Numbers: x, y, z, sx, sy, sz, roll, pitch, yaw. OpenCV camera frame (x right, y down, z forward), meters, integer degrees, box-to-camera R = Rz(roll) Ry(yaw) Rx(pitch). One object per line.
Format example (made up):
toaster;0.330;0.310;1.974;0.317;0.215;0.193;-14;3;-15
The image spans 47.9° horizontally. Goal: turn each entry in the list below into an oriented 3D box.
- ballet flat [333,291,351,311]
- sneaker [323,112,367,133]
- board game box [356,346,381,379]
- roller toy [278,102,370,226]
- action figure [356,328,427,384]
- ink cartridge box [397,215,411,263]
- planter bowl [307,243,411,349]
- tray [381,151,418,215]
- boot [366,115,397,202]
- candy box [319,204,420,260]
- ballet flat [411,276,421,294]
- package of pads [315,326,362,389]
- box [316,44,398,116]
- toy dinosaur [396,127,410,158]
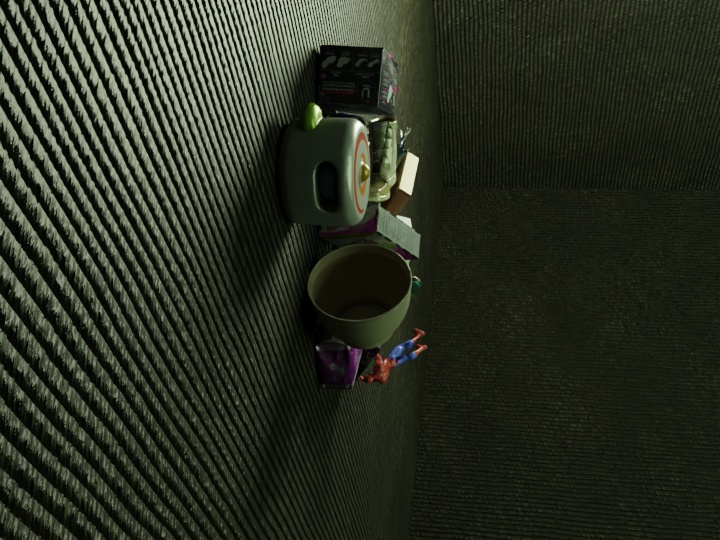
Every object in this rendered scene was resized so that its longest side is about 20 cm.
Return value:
ballet flat;-0.037;0.015;1.721;0.064;0.067;0.201;53;26;-23
sneaker;-0.036;-0.254;1.557;0.201;0.098;0.070;-68;157;-53
board game box;0.011;0.171;1.833;0.200;0.032;0.121;123;-10;-51
roller toy;-0.052;-0.167;1.386;0.200;0.138;0.185;64;30;-67
action figure;0.057;0.201;1.859;0.199;0.098;0.066;-33;118;-43
ink cartridge box;0.068;-0.021;2.021;0.145;0.083;0.202;-93;-165;-61
planter bowl;0.005;0.066;1.568;0.136;0.198;0.202;81;15;-45
tray;0.089;-0.193;1.901;0.099;0.037;0.201;-55;-170;31
boot;0.038;-0.239;1.727;0.200;0.071;0.156;-60;155;-62
candy box;0.023;-0.072;1.675;0.200;0.135;0.062;29;61;-56
ballet flat;0.056;0.043;1.928;0.068;0.199;0.068;45;32;-36
package of pads;-0.036;0.143;1.702;0.201;0.075;0.122;-72;158;-57
box;-0.004;-0.378;1.638;0.200;0.130;0.116;-23;118;-78
toy dinosaur;0.044;-0.297;1.988;0.201;0.104;0.181;-64;-166;-16
